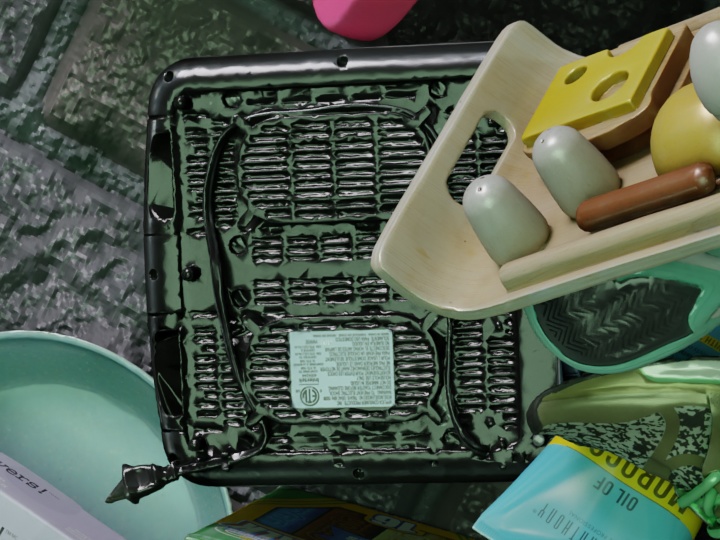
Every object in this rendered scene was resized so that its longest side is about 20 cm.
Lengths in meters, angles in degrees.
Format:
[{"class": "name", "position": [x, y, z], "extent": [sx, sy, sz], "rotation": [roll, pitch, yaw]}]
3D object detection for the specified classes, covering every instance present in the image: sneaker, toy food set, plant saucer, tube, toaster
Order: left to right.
[{"class": "plant saucer", "position": [-0.148, 0.126, 1.268], "extent": [0.199, 0.036, 0.201], "rotation": [1, 93, 14]}, {"class": "toaster", "position": [0.000, 0.000, 1.151], "extent": [0.199, 0.119, 0.181], "rotation": [-2, 91, 13]}, {"class": "toy food set", "position": [0.103, -0.068, 0.950], "extent": [0.200, 0.144, 0.060], "rotation": [-18, 121, 42]}, {"class": "tube", "position": [0.125, 0.056, 1.093], "extent": [0.077, 0.200, 0.050], "rotation": [29, 143, 14]}, {"class": "sneaker", "position": [0.154, -0.039, 1.031], "extent": [0.200, 0.140, 0.078], "rotation": [-22, 101, 12]}, {"class": "sneaker", "position": [0.156, 0.089, 1.024], "extent": [0.199, 0.077, 0.089], "rotation": [14, 73, -2]}]

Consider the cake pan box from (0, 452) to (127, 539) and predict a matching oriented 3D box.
[{"class": "cake pan box", "position": [-0.197, 0.171, 1.239], "extent": [0.200, 0.052, 0.184], "rotation": [33, 97, 10]}]

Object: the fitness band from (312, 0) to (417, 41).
[{"class": "fitness band", "position": [0.008, -0.192, 1.152], "extent": [0.037, 0.144, 0.200], "rotation": [14, 55, -21]}]

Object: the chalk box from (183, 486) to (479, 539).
[{"class": "chalk box", "position": [-0.016, 0.175, 1.153], "extent": [0.124, 0.200, 0.125], "rotation": [14, 95, 13]}]
